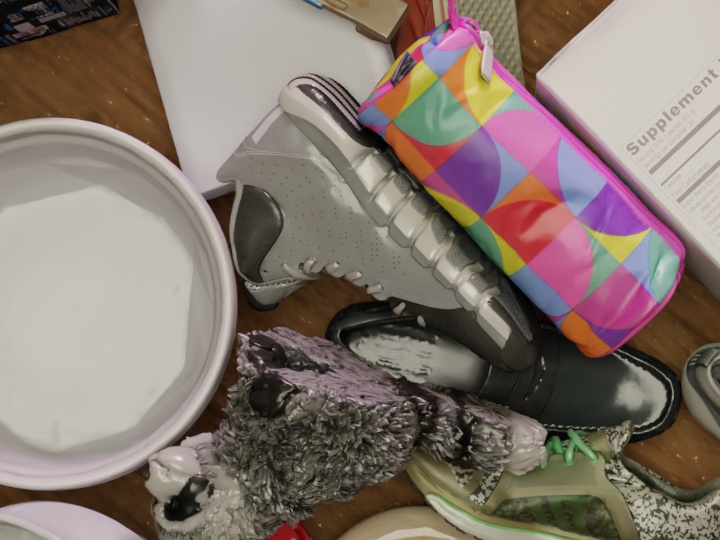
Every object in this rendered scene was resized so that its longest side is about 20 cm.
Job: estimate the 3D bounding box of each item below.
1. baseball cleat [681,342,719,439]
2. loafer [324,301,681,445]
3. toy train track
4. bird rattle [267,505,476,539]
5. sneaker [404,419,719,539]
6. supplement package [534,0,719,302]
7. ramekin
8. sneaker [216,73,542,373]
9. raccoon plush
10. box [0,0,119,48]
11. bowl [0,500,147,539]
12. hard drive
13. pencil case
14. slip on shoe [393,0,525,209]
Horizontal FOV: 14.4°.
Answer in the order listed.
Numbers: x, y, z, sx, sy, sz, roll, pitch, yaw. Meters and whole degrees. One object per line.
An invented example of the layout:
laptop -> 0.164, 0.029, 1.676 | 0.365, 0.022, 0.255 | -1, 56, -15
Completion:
baseball cleat -> 0.264, 0.103, 1.534 | 0.200, 0.106, 0.070 | 26, 84, 0
loafer -> 0.078, 0.058, 1.567 | 0.200, 0.070, 0.068 | 11, 86, 3
toy train track -> -0.064, -0.177, 1.565 | 0.200, 0.033, 0.115 | 29, 77, 12
bird rattle -> 0.014, 0.199, 1.565 | 0.163, 0.113, 0.200 | -31, 72, -12
sneaker -> 0.115, 0.112, 1.551 | 0.200, 0.077, 0.089 | 23, 105, -4
supplement package -> 0.203, -0.066, 1.547 | 0.120, 0.121, 0.200 | -43, 84, -1
ramekin -> -0.164, 0.021, 1.563 | 0.200, 0.105, 0.200 | 0, 86, 2
sneaker -> 0.000, 0.000, 1.533 | 0.115, 0.075, 0.200 | -42, 84, 16
raccoon plush -> -0.014, 0.119, 1.488 | 0.200, 0.097, 0.134 | 20, 106, -1
box -> -0.221, -0.149, 1.532 | 0.159, 0.200, 0.046 | -16, 87, 2
bowl -> -0.149, 0.201, 1.535 | 0.201, 0.090, 0.201 | 17, 122, 29
hard drive -> -0.060, -0.154, 1.590 | 0.132, 0.025, 0.200 | -19, 78, 14
pencil case -> 0.086, -0.047, 1.503 | 0.088, 0.088, 0.200 | -44, 97, -2
slip on shoe -> 0.053, -0.085, 1.589 | 0.074, 0.061, 0.200 | -8, 96, -43
